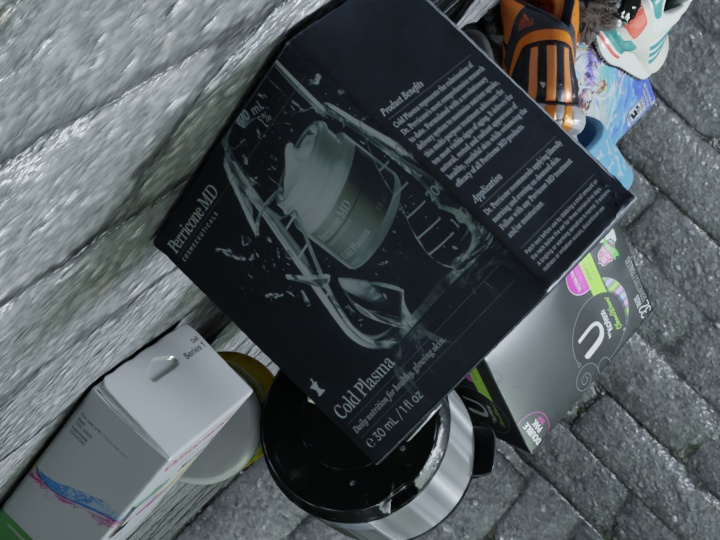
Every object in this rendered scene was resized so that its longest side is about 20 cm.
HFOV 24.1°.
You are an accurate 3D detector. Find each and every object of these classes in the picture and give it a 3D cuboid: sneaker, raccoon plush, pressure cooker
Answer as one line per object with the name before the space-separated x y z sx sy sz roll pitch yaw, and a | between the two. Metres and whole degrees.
sneaker | 0.132 -0.152 1.254 0.200 0.077 0.113 170 -78 -83
raccoon plush | 0.150 -0.243 1.315 0.199 0.097 0.134 -13 -148 35
sneaker | 0.245 -0.214 1.401 0.093 0.071 0.200 -31 170 21
pressure cooker | 0.011 0.155 1.512 0.179 0.176 0.200 -45 156 -2

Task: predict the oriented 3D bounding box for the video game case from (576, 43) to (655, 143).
video game case | 0.170 -0.162 1.505 0.181 0.045 0.200 -45 137 -12

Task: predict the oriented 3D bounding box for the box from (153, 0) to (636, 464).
box | 0.016 -0.029 0.993 0.124 0.197 0.200 -40 172 -46

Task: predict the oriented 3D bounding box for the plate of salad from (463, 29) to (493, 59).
plate of salad | 0.063 -0.078 1.243 0.200 0.048 0.201 -165 -90 -72

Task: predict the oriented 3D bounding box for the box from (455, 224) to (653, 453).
box | 0.154 0.040 1.584 0.200 0.149 0.124 -46 -141 -21

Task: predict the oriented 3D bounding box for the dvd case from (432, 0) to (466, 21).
dvd case | 0.004 -0.120 1.225 0.149 0.016 0.200 -45 175 -28

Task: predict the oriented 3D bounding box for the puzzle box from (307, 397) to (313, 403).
puzzle box | 0.000 0.000 1.413 0.133 0.025 0.201 -45 -146 44

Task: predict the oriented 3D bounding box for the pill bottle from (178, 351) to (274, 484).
pill bottle | -0.132 0.133 1.571 0.113 0.113 0.200 -46 176 4

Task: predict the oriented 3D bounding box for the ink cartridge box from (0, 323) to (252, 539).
ink cartridge box | -0.196 0.155 1.357 0.200 0.084 0.145 -50 174 30

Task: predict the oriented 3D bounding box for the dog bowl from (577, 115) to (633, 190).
dog bowl | 0.119 -0.060 1.331 0.199 0.050 0.111 -30 -153 -14

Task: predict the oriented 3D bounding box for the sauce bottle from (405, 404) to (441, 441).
sauce bottle | -0.022 0.049 1.302 0.066 0.200 0.066 -47 177 -3
